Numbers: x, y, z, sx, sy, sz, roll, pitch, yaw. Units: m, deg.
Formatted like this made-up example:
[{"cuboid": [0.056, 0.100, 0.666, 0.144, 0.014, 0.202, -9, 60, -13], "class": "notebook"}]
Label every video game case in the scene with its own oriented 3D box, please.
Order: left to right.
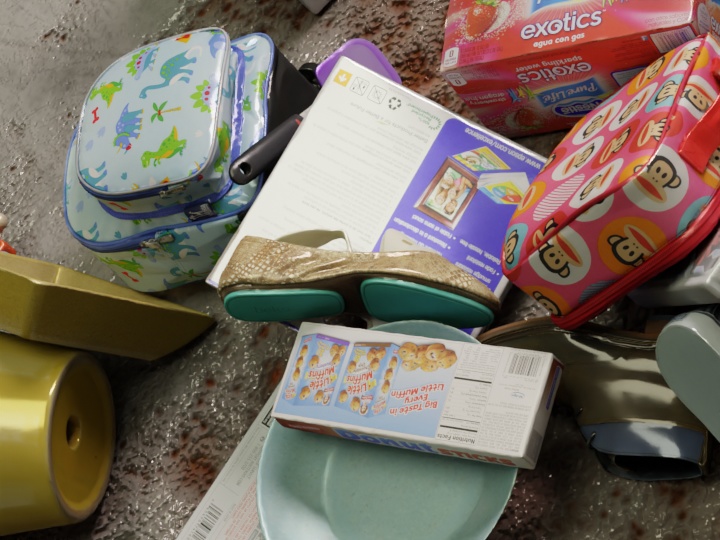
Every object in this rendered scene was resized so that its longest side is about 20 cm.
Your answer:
[{"cuboid": [-0.026, 0.180, 1.310, 0.181, 0.045, 0.201, 28, 82, 40], "class": "video game case"}, {"cuboid": [0.247, -0.057, 1.190, 0.023, 0.200, 0.183, 34, 85, -3], "class": "video game case"}]

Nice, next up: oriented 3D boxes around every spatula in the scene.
[{"cuboid": [-0.039, -0.118, 1.427, 0.020, 0.057, 0.200, -31, 8, 46], "class": "spatula"}]

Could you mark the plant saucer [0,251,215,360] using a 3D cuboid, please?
[{"cuboid": [-0.248, 0.024, 1.463, 0.199, 0.199, 0.049, 15, 90, 39], "class": "plant saucer"}]

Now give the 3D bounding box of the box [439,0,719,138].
[{"cuboid": [0.167, -0.171, 1.347, 0.198, 0.100, 0.096, -8, 58, 31], "class": "box"}]

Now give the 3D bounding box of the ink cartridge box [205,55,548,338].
[{"cuboid": [0.020, -0.028, 1.353, 0.197, 0.043, 0.201, 28, 78, 15], "class": "ink cartridge box"}]

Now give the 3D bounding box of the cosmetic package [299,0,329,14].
[{"cuboid": [-0.068, -0.360, 1.571, 0.165, 0.165, 0.200, -44, 48, 5], "class": "cosmetic package"}]

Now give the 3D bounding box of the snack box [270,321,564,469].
[{"cuboid": [0.034, 0.080, 1.232, 0.198, 0.024, 0.073, 6, 69, 34], "class": "snack box"}]

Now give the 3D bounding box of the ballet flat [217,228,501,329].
[{"cuboid": [0.000, 0.000, 1.294, 0.198, 0.071, 0.066, 4, 60, 6], "class": "ballet flat"}]

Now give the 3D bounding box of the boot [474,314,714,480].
[{"cuboid": [0.148, 0.087, 1.229, 0.198, 0.075, 0.098, -6, 58, 29], "class": "boot"}]

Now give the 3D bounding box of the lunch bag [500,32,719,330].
[{"cuboid": [0.186, -0.068, 1.212, 0.176, 0.082, 0.200, -40, 12, 41], "class": "lunch bag"}]

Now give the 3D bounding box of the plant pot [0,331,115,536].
[{"cuboid": [-0.298, 0.124, 1.442, 0.187, 0.201, 0.203, -1, 63, 16], "class": "plant pot"}]

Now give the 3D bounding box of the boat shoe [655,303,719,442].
[{"cuboid": [0.273, 0.096, 1.139, 0.201, 0.090, 0.071, 55, 144, 15], "class": "boat shoe"}]

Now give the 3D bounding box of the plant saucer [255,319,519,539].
[{"cuboid": [0.024, 0.133, 1.251, 0.199, 0.039, 0.203, -16, 57, 25], "class": "plant saucer"}]

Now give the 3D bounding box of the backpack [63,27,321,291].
[{"cuboid": [-0.144, -0.089, 1.480, 0.198, 0.147, 0.185, -17, 54, 28], "class": "backpack"}]

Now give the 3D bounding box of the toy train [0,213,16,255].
[{"cuboid": [-0.382, 0.008, 1.649, 0.199, 0.056, 0.151, 19, 75, 36], "class": "toy train"}]
